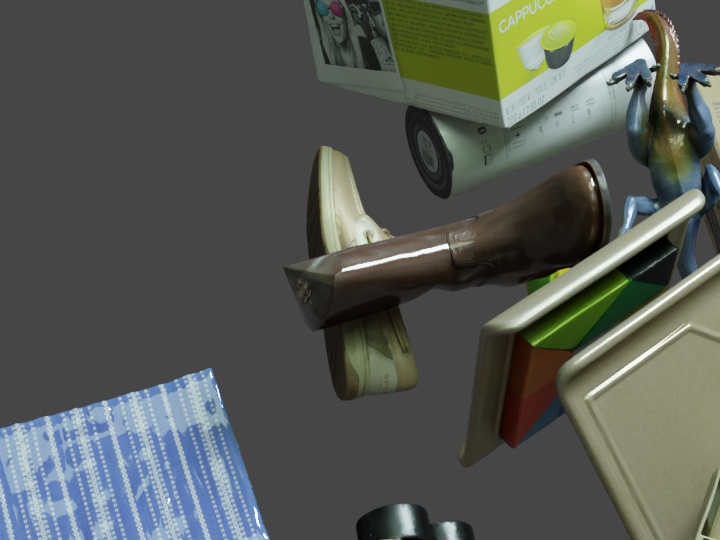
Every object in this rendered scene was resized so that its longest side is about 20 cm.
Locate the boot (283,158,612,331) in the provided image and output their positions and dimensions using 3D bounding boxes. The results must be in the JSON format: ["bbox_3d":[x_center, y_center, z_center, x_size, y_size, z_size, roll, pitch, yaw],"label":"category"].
[{"bbox_3d":[0.054,-0.012,1.067,0.197,0.187,0.065,-9,73,-16],"label":"boot"}]

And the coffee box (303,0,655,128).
[{"bbox_3d":[0.085,-0.256,1.223,0.199,0.200,0.199,20,43,40],"label":"coffee box"}]

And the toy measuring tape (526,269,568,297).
[{"bbox_3d":[0.182,-0.018,1.205,0.073,0.074,0.200,36,62,18],"label":"toy measuring tape"}]

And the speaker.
[{"bbox_3d":[0.140,-0.128,1.269,0.198,0.082,0.082,-22,61,-16],"label":"speaker"}]

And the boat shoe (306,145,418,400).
[{"bbox_3d":[0.000,0.000,1.189,0.064,0.071,0.202,-4,68,-12],"label":"boat shoe"}]

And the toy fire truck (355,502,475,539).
[{"bbox_3d":[0.006,0.256,0.994,0.199,0.175,0.130,-31,54,27],"label":"toy fire truck"}]

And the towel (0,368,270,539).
[{"bbox_3d":[-0.177,0.154,1.102,0.198,0.024,0.146,-15,61,-13],"label":"towel"}]

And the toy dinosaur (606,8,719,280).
[{"bbox_3d":[0.252,-0.071,1.190,0.104,0.183,0.201,-2,38,25],"label":"toy dinosaur"}]

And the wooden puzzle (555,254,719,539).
[{"bbox_3d":[0.237,0.107,1.087,0.184,0.037,0.202,-32,104,-22],"label":"wooden puzzle"}]

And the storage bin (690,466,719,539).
[{"bbox_3d":[0.286,0.246,0.993,0.196,0.094,0.202,20,81,9],"label":"storage bin"}]

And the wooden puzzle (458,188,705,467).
[{"bbox_3d":[0.152,0.048,1.086,0.184,0.201,0.037,-32,65,-22],"label":"wooden puzzle"}]

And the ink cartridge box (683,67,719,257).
[{"bbox_3d":[0.366,-0.085,1.259,0.197,0.075,0.166,-6,57,-7],"label":"ink cartridge box"}]
